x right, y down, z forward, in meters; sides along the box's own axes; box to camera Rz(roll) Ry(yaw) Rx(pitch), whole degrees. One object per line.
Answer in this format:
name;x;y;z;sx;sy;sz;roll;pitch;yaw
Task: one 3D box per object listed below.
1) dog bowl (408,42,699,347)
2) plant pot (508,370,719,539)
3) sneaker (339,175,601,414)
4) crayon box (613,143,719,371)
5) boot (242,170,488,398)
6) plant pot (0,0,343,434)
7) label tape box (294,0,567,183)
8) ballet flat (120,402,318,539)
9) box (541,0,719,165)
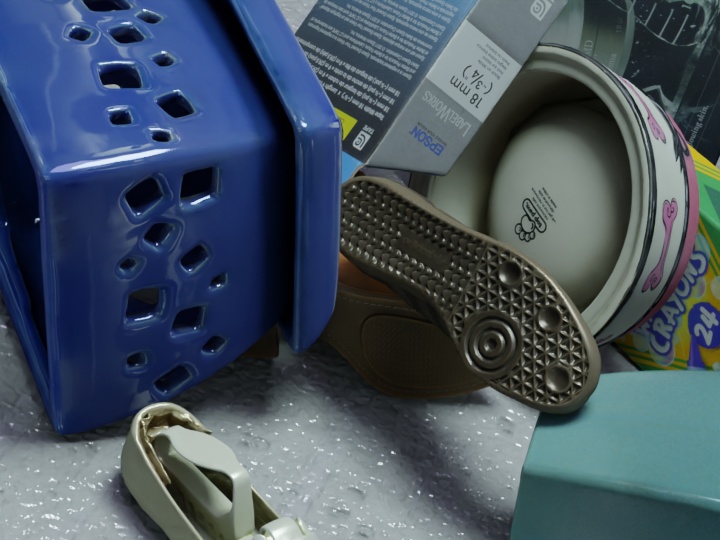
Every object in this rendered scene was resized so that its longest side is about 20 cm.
dog bowl;0.124;-0.038;1.587;0.074;0.200;0.200;5;33;-46
plant pot;0.187;0.140;1.411;0.200;0.141;0.141;13;33;8
sneaker;0.069;0.011;1.451;0.200;0.070;0.076;41;9;27
crayon box;0.189;-0.014;1.634;0.052;0.126;0.200;-13;45;-38
boot;0.000;0.000;1.573;0.200;0.077;0.155;5;38;0
plant pot;-0.116;-0.054;1.441;0.180;0.200;0.200;-13;44;-15
label tape box;0.016;-0.122;1.595;0.063;0.200;0.144;36;-1;-38
ballet flat;-0.062;0.142;1.347;0.069;0.070;0.200;-15;47;-40
box;0.155;-0.144;1.732;0.196;0.200;0.124;15;34;-6
